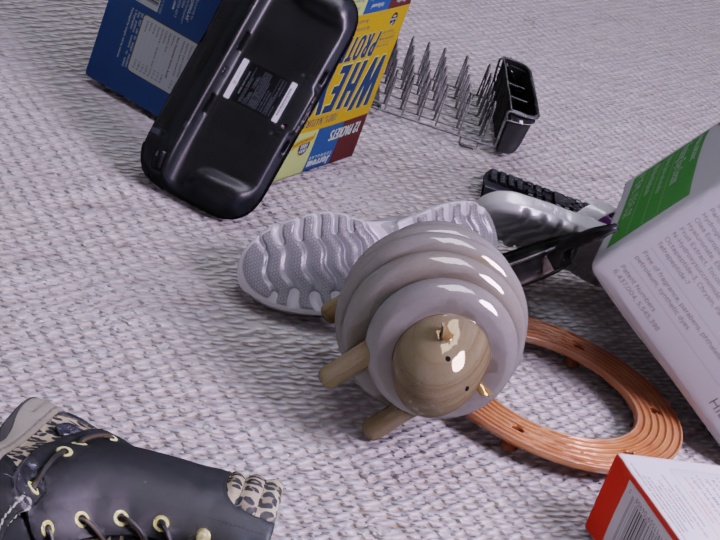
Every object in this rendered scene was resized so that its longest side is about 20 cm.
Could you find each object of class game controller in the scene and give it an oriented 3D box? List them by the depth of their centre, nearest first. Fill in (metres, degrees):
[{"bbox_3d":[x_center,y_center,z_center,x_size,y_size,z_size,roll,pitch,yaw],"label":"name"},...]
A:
[{"bbox_3d":[-0.084,-0.139,1.424,0.104,0.200,0.042,28,-4,7],"label":"game controller"}]

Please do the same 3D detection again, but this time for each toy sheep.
[{"bbox_3d":[0.043,0.032,1.219,0.138,0.138,0.200,16,27,-11],"label":"toy sheep"}]

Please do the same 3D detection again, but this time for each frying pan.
[{"bbox_3d":[0.142,-0.012,1.395,0.190,0.031,0.115,-16,5,40],"label":"frying pan"}]

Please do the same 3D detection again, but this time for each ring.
[{"bbox_3d":[0.131,0.087,1.322,0.200,0.019,0.200,18,24,-9],"label":"ring"}]

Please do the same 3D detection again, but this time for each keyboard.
[{"bbox_3d":[0.199,-0.038,1.635,0.200,0.021,0.127,19,24,-1],"label":"keyboard"}]

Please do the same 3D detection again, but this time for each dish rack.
[{"bbox_3d":[0.065,-0.177,1.777,0.200,0.055,0.153,17,24,-7],"label":"dish rack"}]

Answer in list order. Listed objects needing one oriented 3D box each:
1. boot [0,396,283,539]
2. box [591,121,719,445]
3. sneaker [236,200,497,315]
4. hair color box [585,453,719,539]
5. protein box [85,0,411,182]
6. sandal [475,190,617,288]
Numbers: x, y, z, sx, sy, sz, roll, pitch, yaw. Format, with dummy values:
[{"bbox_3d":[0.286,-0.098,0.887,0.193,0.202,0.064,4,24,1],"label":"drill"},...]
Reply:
[{"bbox_3d":[-0.124,0.136,0.938,0.154,0.074,0.204,16,21,1],"label":"boot"},{"bbox_3d":[0.302,-0.002,1.373,0.200,0.171,0.199,53,24,-7],"label":"box"},{"bbox_3d":[0.000,0.000,1.359,0.200,0.082,0.075,-6,78,-27],"label":"sneaker"},{"bbox_3d":[0.255,0.179,1.176,0.200,0.064,0.111,8,26,-24],"label":"hair color box"},{"bbox_3d":[-0.086,-0.212,1.550,0.200,0.199,0.135,30,25,19],"label":"protein box"},{"bbox_3d":[0.181,-0.033,1.499,0.203,0.082,0.050,21,63,-31],"label":"sandal"}]
